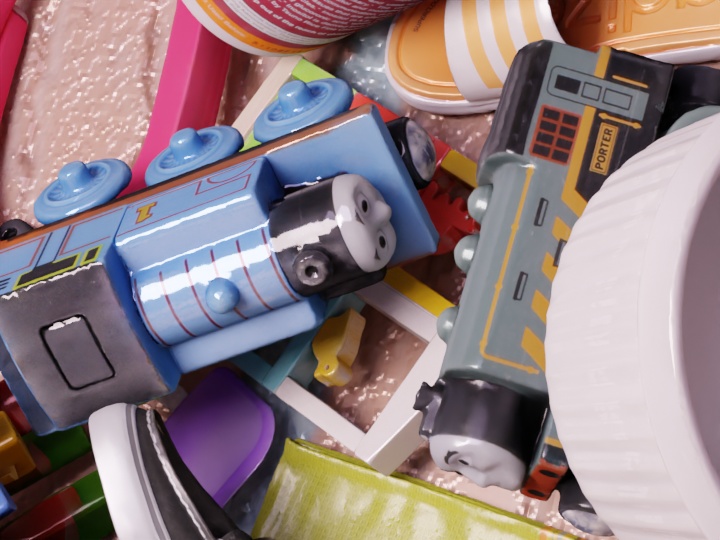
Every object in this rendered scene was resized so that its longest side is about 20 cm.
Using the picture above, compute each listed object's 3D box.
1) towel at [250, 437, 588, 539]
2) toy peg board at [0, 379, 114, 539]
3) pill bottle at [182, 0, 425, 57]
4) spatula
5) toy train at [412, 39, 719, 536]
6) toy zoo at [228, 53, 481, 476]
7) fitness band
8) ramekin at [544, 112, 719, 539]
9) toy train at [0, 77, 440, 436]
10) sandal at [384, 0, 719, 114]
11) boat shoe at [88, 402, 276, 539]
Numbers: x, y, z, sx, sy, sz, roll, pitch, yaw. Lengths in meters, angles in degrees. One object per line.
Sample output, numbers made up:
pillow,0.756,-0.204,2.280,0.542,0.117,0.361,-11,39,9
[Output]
towel,0.037,0.135,1.163,0.199,0.018,0.086,18,78,30
toy peg board,-0.148,0.107,1.168,0.097,0.199,0.200,-29,60,-6
pill bottle,0.008,-0.166,1.193,0.200,0.113,0.114,-17,59,54
spatula,-0.106,0.034,1.268,0.057,0.021,0.200,-48,58,2
toy train,0.093,0.003,1.134,0.113,0.085,0.201,16,74,1
toy zoo,0.000,0.000,1.221,0.200,0.020,0.132,33,86,37
fitness band,-0.129,-0.082,1.306,0.143,0.037,0.201,-2,65,28
ramekin,0.160,0.030,1.045,0.105,0.199,0.201,-10,62,57
toy train,-0.063,-0.007,1.174,0.199,0.087,0.114,-18,26,17
sandal,0.099,-0.124,1.211,0.205,0.059,0.080,-10,66,22
boat shoe,-0.048,0.140,1.146,0.056,0.069,0.201,-25,92,3
